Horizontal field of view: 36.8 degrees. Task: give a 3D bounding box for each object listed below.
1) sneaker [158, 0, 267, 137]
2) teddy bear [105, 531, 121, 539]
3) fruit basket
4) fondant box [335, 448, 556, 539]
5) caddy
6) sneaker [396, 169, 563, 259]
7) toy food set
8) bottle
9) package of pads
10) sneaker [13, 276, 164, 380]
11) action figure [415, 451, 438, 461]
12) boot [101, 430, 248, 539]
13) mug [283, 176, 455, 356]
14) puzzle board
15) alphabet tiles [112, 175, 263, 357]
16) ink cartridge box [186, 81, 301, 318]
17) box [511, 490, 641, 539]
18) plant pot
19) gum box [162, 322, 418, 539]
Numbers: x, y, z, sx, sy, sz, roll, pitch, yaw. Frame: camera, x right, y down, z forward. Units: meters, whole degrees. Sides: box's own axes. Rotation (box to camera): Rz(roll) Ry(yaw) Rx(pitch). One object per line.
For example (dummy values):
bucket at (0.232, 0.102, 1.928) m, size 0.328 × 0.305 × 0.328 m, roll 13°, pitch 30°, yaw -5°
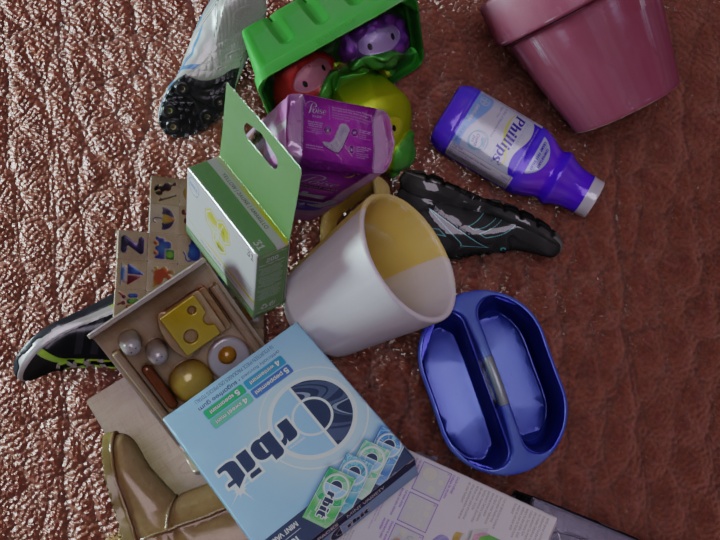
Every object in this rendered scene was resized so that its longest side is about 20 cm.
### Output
sneaker at (-0.171, -0.243, 1.247) m, size 0.072 × 0.072 × 0.201 m, roll 28°, pitch 94°, yaw -23°
teddy bear at (-0.224, 0.349, 1.157) m, size 0.145 × 0.067 × 0.201 m, roll 25°, pitch 84°, yaw 17°
fruit basket at (-0.010, -0.207, 1.208) m, size 0.214 × 0.156 × 0.217 m, roll -3°, pitch 66°, yaw 7°
fondant box at (0.073, 0.271, 1.061) m, size 0.199 × 0.058 × 0.145 m, roll 22°, pitch 67°, yaw 14°
caddy at (0.140, 0.122, 1.173) m, size 0.141 × 0.105 × 0.201 m, roll -19°, pitch 82°, yaw -5°
sneaker at (0.130, -0.048, 1.227) m, size 0.199 × 0.075 × 0.080 m, roll 21°, pitch 101°, yaw 3°
toy food set at (-0.172, 0.102, 1.143) m, size 0.143 × 0.060 × 0.200 m, roll -35°, pitch 113°, yaw -6°
bottle at (0.181, -0.130, 1.232) m, size 0.200 × 0.065 × 0.084 m, roll 32°, pitch 81°, yaw 3°
package of pads at (-0.061, -0.114, 1.144) m, size 0.120 × 0.200 × 0.076 m, roll 7°, pitch 74°, yaw -25°
sneaker at (-0.281, 0.082, 1.184) m, size 0.199 × 0.072 × 0.083 m, roll -29°, pitch 82°, yaw -6°
action figure at (0.018, 0.274, 1.153) m, size 0.193 × 0.105 × 0.200 m, roll -42°, pitch 84°, yaw 2°
boot at (-0.152, 0.224, 1.116) m, size 0.199 × 0.066 × 0.176 m, roll -17°, pitch 78°, yaw -4°
mug at (0.004, 0.009, 1.173) m, size 0.153 × 0.187 × 0.150 m, roll -32°, pitch 106°, yaw 33°
puzzle board at (-0.181, 0.156, 1.206) m, size 0.200 × 0.017 × 0.151 m, roll -32°, pitch 83°, yaw -6°
alphabet tiles at (-0.187, -0.006, 1.198) m, size 0.166 × 0.008 × 0.201 m, roll 5°, pitch 73°, yaw -20°
ink cartridge box at (-0.124, -0.068, 1.104) m, size 0.048 × 0.200 × 0.146 m, roll -25°, pitch 58°, yaw -26°
box at (0.239, 0.333, 1.141) m, size 0.199 × 0.115 × 0.133 m, roll 23°, pitch 81°, yaw 2°
plant pot at (0.259, -0.261, 1.203) m, size 0.199 × 0.200 × 0.180 m, roll -29°, pitch 99°, yaw -6°
gum box at (-0.070, 0.174, 1.068) m, size 0.170 × 0.045 × 0.200 m, roll -36°, pitch 59°, yaw -14°
